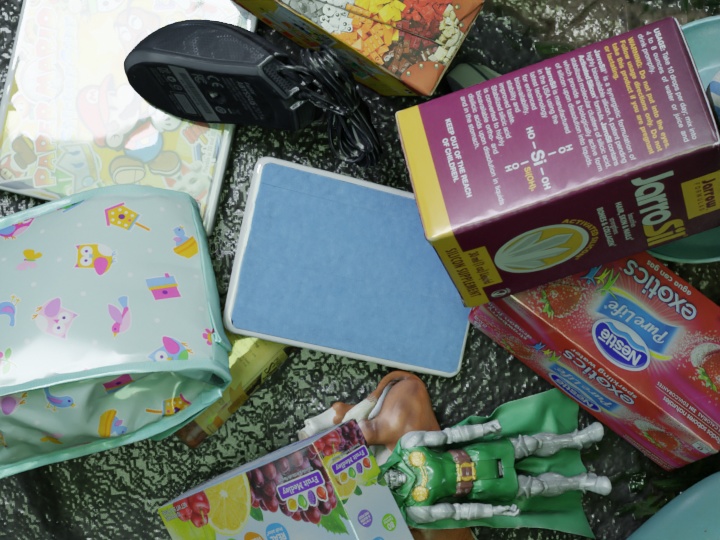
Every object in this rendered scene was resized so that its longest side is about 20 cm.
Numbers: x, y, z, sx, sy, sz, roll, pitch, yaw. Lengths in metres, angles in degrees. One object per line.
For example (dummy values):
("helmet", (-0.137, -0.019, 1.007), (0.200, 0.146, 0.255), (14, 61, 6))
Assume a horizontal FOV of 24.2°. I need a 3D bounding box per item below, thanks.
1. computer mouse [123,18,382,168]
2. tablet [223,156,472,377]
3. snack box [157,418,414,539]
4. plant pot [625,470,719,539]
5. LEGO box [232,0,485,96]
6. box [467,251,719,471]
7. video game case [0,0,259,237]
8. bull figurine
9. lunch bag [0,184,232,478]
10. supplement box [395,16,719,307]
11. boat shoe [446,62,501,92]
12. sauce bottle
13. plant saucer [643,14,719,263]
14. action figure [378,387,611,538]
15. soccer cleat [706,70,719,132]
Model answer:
("computer mouse", (-0.079, -0.142, 1.229), (0.198, 0.139, 0.053), (12, 66, 22))
("tablet", (0.000, 0.000, 1.258), (0.198, 0.014, 0.132), (13, 88, -24))
("snack box", (-0.048, 0.204, 1.216), (0.053, 0.199, 0.143), (-27, 89, -44))
("plant pot", (0.285, 0.236, 1.210), (0.161, 0.201, 0.201), (-44, 89, -12))
("LEGO box", (-0.010, -0.194, 1.195), (0.148, 0.200, 0.078), (32, 91, -11))
("box", (0.191, 0.048, 1.242), (0.199, 0.100, 0.096), (37, 71, 0))
("video game case", (-0.181, -0.143, 1.294), (0.180, 0.023, 0.203), (13, 90, 1))
("bull figurine", (0.034, 0.179, 1.261), (0.120, 0.065, 0.202), (-13, 81, -33))
("lunch bag", (-0.195, 0.039, 1.215), (0.197, 0.123, 0.172), (-15, 52, 1))
("supplement box", (0.139, -0.068, 1.133), (0.198, 0.131, 0.104), (-19, 63, 9))
("boat shoe", (0.152, -0.101, 1.253), (0.200, 0.074, 0.065), (41, 82, 20))
("sauce bottle", (-0.077, 0.045, 1.270), (0.200, 0.066, 0.066), (-45, 89, -4))
("plant saucer", (0.265, -0.093, 1.246), (0.198, 0.036, 0.202), (-14, 61, 27))
("action figure", (0.091, 0.148, 1.236), (0.198, 0.055, 0.120), (-3, 78, -27))
("soccer cleat", (0.295, -0.076, 1.144), (0.086, 0.069, 0.202), (-40, 47, 30))
